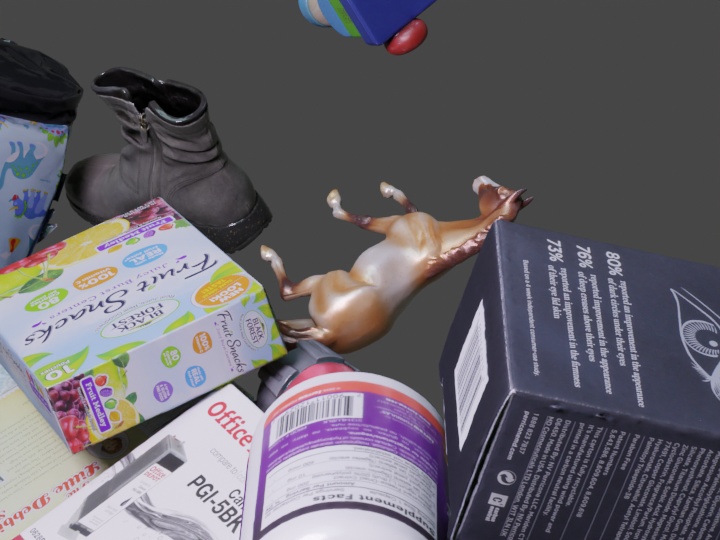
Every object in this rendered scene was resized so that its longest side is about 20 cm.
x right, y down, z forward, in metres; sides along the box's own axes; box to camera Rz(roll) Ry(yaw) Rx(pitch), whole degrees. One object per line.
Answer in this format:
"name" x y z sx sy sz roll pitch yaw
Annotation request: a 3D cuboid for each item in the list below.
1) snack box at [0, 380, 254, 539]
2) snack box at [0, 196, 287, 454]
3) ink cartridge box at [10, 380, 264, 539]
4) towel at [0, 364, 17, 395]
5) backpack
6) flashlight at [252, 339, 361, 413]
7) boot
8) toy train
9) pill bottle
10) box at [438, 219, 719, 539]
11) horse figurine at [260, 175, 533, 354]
"snack box" -0.174 0.110 1.596 0.200 0.037 0.116 -32 47 -26
"snack box" -0.146 0.029 1.594 0.142 0.053 0.200 -26 25 -13
"ink cartridge box" -0.106 0.171 1.477 0.200 0.083 0.147 -37 33 -12
"towel" -0.254 0.114 1.694 0.200 0.048 0.171 1 43 36
"backpack" -0.290 -0.055 1.831 0.200 0.163 0.154 -57 42 18
"flashlight" 0.012 0.108 1.502 0.068 0.068 0.200 -50 40 -4
"boot" -0.151 -0.090 1.819 0.200 0.131 0.068 12 50 45
"toy train" 0.049 -0.243 1.942 0.200 0.085 0.116 -41 22 -19
"pill bottle" -0.006 0.146 1.306 0.111 0.112 0.200 -20 27 12
"box" 0.149 0.073 1.323 0.199 0.105 0.148 13 35 -9
"horse figurine" 0.000 0.000 1.659 0.200 0.050 0.132 -37 40 -22
